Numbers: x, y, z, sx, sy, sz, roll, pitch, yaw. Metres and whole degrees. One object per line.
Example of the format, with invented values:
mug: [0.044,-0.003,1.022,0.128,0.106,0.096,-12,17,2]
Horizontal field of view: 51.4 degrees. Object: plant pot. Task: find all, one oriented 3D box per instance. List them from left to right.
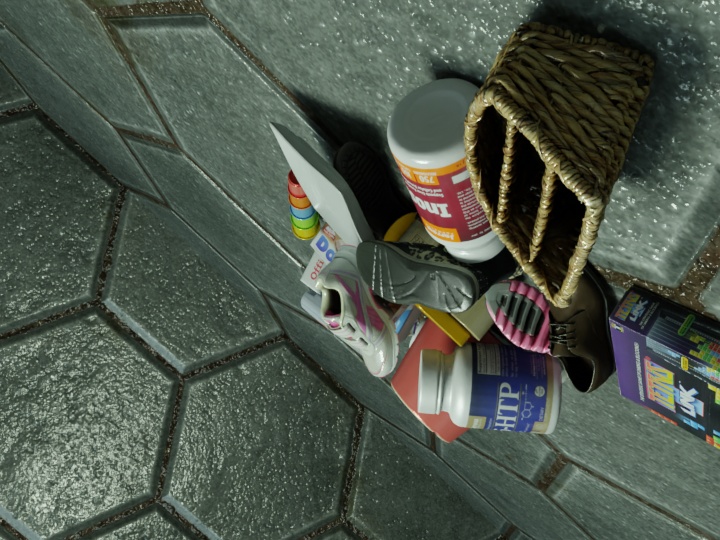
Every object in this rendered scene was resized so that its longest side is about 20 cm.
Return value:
plant pot: [0.156,0.168,1.230,0.200,0.178,0.200,43,-176,-3]

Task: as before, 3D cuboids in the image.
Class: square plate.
square plate: [-0.043,-0.108,1.094,0.198,0.028,0.201,46,170,38]

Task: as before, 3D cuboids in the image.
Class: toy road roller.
toy road roller: [0.118,0.002,1.095,0.199,0.123,0.146,42,179,-1]

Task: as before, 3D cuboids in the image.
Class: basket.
basket: [0.149,-0.087,0.649,0.140,0.152,0.201,21,161,14]

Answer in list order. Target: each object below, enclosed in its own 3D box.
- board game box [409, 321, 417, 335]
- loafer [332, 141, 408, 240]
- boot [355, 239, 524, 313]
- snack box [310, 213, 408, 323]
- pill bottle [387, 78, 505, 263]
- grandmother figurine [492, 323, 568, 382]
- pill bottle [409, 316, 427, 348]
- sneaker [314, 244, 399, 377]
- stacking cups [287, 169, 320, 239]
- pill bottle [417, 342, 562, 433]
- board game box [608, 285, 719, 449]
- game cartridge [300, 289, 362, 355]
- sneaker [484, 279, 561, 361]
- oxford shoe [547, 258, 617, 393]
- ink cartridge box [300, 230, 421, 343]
board game box: [0.015,0.044,1.405,0.103,0.106,0.198,8,-173,-35]
loafer: [0.008,-0.111,1.120,0.070,0.073,0.201,26,157,45]
boot: [0.107,-0.010,0.980,0.201,0.152,0.076,17,118,42]
snack box: [0.000,0.000,1.178,0.201,0.072,0.024,50,-157,27]
pill bottle: [0.108,-0.100,0.828,0.112,0.114,0.201,28,160,37]
grandmother figurine: [0.254,0.107,1.169,0.199,0.061,0.122,41,-167,-10]
pill bottle: [0.190,0.169,1.385,0.198,0.109,0.109,35,164,21]
sneaker: [-0.013,0.071,1.098,0.081,0.087,0.204,-8,109,55]
stacking cups: [-0.112,-0.125,1.398,0.060,0.061,0.201,35,164,15]
pill bottle: [0.182,0.167,1.080,0.194,0.123,0.120,4,159,4]
board game box: [0.384,0.123,0.882,0.163,0.057,0.201,28,160,37]
game cartridge: [-0.021,0.102,1.261,0.131,0.041,0.200,31,173,20]
sneaker: [0.248,0.076,1.029,0.197,0.080,0.095,31,-178,-10]
oxford shoe: [0.263,0.063,0.920,0.072,0.084,0.203,-3,118,53]
ink cartridge box: [0.018,0.008,1.251,0.198,0.147,0.083,35,-163,17]
